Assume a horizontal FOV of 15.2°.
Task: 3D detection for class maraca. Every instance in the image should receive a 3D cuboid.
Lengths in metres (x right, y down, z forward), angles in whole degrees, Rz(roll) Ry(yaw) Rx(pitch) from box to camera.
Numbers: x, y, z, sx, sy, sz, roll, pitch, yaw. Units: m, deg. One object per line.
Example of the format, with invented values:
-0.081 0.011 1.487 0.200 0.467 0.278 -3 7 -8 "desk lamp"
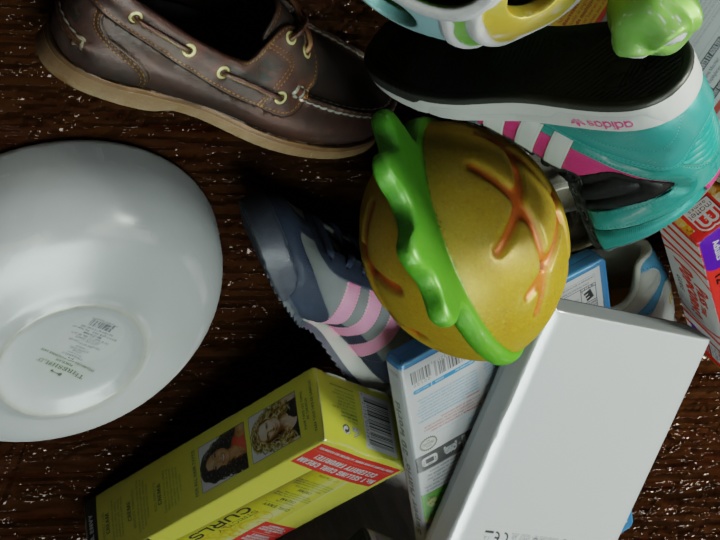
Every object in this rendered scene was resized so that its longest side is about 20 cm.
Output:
0.048 -0.018 1.404 0.107 0.138 0.200 -23 167 15 "maraca"

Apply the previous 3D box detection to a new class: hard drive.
0.110 0.115 1.543 0.132 0.027 0.201 11 109 -40 "hard drive"

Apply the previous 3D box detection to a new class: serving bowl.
-0.162 0.025 1.439 0.199 0.066 0.200 -15 139 -13 "serving bowl"

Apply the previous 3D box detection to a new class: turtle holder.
0.057 -0.157 1.254 0.141 0.132 0.186 -30 105 24 "turtle holder"

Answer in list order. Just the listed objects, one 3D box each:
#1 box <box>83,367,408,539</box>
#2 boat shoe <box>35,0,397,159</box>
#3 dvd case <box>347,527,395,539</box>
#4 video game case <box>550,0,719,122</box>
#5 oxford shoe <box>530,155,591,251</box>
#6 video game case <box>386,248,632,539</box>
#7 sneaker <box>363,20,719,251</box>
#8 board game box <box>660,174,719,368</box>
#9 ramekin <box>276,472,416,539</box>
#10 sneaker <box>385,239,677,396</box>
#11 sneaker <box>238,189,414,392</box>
-0.068 0.125 1.566 0.200 0.050 0.075 -31 143 33 "box"
-0.059 -0.108 1.341 0.199 0.071 0.070 10 133 -35 "boat shoe"
0.020 0.228 1.627 0.143 0.018 0.200 -44 137 20 "dvd case"
0.127 -0.173 1.319 0.200 0.017 0.143 31 122 -4 "video game case"
0.162 -0.053 1.529 0.199 0.058 0.075 -15 138 -14 "oxford shoe"
0.089 0.100 1.549 0.143 0.018 0.201 -27 128 -23 "video game case"
0.101 -0.071 1.343 0.084 0.200 0.121 -54 134 -23 "sneaker"
0.267 -0.046 1.556 0.200 0.046 0.152 -38 145 -8 "board game box"
-0.007 0.212 1.692 0.199 0.105 0.201 -15 140 -13 "ramekin"
0.090 0.042 1.589 0.199 0.077 0.081 -26 134 -10 "sneaker"
0.000 0.000 1.493 0.082 0.070 0.200 -26 149 10 "sneaker"
